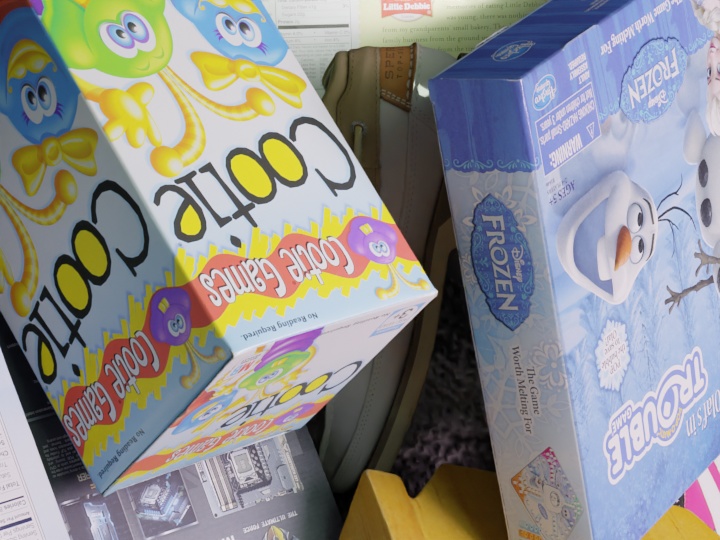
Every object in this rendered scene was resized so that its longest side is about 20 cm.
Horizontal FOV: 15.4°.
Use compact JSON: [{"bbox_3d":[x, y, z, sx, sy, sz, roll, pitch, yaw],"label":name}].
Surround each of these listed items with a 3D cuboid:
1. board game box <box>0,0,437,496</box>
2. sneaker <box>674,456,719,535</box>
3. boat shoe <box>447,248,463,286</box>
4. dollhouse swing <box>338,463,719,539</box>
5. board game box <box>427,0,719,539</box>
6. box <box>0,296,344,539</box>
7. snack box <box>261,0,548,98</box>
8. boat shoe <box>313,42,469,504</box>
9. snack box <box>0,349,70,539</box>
[{"bbox_3d":[-0.081,-0.038,0.968,0.105,0.103,0.200,-16,69,-43],"label":"board game box"},{"bbox_3d":[0.124,0.071,1.168,0.121,0.084,0.200,43,51,-28],"label":"sneaker"},{"bbox_3d":[0.036,-0.089,1.175,0.066,0.072,0.200,-17,74,-37],"label":"boat shoe"},{"bbox_3d":[0.068,0.209,1.052,0.200,0.176,0.182,12,36,-29],"label":"dollhouse swing"},{"bbox_3d":[0.106,-0.012,1.040,0.200,0.043,0.199,-37,123,-51],"label":"board game box"},{"bbox_3d":[-0.110,0.070,0.999,0.200,0.051,0.158,-16,81,-42],"label":"box"},{"bbox_3d":[0.024,-0.093,1.089,0.200,0.037,0.116,-3,95,-17],"label":"snack box"},{"bbox_3d":[0.000,0.000,1.052,0.068,0.200,0.075,11,26,-6],"label":"boat shoe"},{"bbox_3d":[-0.178,0.064,0.870,0.068,0.169,0.200,-17,82,-40],"label":"snack box"}]
